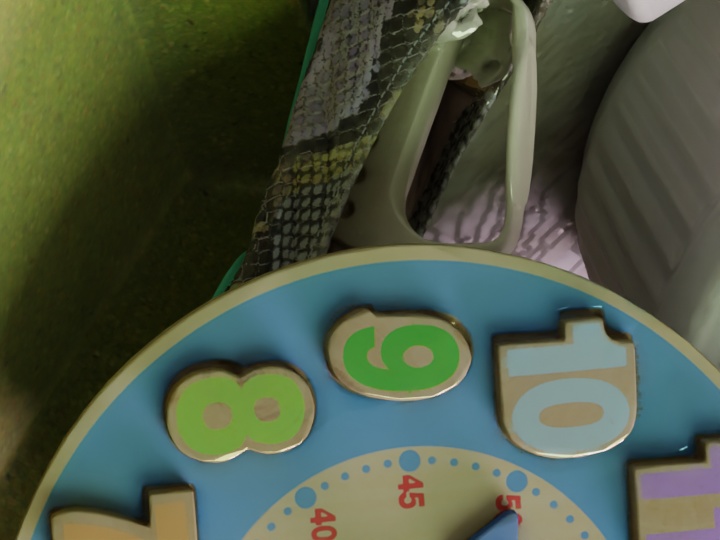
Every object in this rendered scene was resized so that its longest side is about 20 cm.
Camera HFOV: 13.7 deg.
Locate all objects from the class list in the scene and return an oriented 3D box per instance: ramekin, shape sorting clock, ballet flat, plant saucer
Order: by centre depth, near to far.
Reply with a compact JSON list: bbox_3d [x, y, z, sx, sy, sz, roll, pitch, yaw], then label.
[{"bbox_3d":[0.014,0.094,0.700,0.199,0.039,0.201,0,93,-11],"label":"shape sorting clock"},{"bbox_3d":[-0.080,-0.008,0.704,0.200,0.048,0.200,-59,153,-28],"label":"plant saucer"},{"bbox_3d":[0.000,0.000,0.740,0.072,0.072,0.201,29,79,-48],"label":"ballet flat"},{"bbox_3d":[0.155,-0.024,0.875,0.202,0.094,0.203,-19,140,-17],"label":"ramekin"}]

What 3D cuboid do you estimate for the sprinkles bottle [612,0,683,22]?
[{"bbox_3d":[0.132,-0.145,0.754,0.200,0.068,0.068,-35,142,1],"label":"sprinkles bottle"}]
